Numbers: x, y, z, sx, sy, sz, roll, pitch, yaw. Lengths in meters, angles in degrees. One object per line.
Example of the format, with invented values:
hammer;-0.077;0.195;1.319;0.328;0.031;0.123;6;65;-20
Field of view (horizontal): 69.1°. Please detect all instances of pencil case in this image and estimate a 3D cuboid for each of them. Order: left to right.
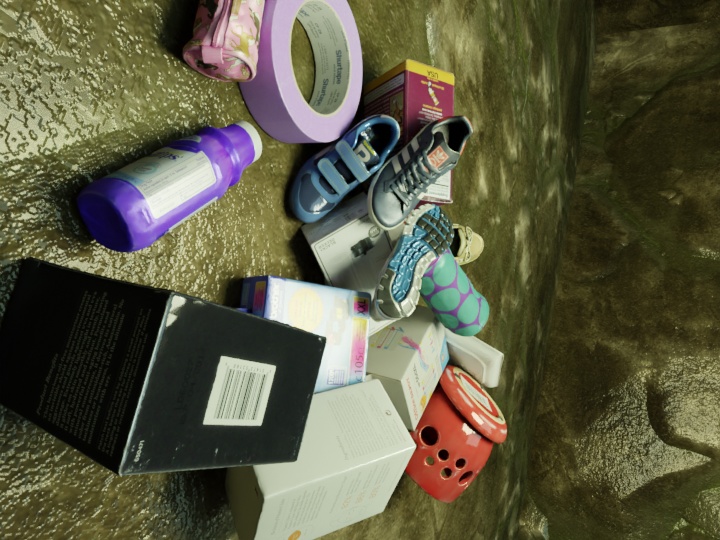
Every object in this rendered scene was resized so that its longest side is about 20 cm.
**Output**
pencil case;-0.134;-0.307;0.556;0.086;0.081;0.207;13;85;-58
pencil case;0.140;0.023;0.861;0.201;0.083;0.094;49;36;-39

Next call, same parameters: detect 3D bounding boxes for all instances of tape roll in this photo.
tape roll;-0.074;-0.272;0.682;0.198;0.064;0.207;-15;108;-57

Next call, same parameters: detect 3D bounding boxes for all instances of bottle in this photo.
bottle;-0.176;-0.094;0.523;0.200;0.082;0.067;-47;133;-43

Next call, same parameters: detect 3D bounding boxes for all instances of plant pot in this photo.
plant pot;0.168;0.304;1.007;0.183;0.201;0.199;-47;151;14

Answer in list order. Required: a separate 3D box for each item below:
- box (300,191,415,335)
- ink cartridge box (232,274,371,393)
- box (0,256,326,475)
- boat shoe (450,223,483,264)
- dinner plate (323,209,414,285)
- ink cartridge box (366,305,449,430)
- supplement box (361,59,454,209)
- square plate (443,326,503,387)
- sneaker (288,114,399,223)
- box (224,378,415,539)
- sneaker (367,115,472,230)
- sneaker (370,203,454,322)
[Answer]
box;0.000;0.000;0.798;0.115;0.060;0.203;-30;125;-7
ink cartridge box;-0.084;0.085;0.671;0.196;0.075;0.141;11;80;-37
box;-0.168;0.084;0.459;0.199;0.194;0.127;29;74;-56
boat shoe;0.158;-0.050;0.946;0.196;0.063;0.076;8;84;-33
dinner plate;0.030;-0.016;0.854;0.194;0.024;0.205;-11;121;-18
ink cartridge box;0.061;0.174;0.933;0.201;0.122;0.131;-54;138;-41
supplement box;0.074;-0.206;0.837;0.101;0.130;0.207;3;88;-32
square plate;0.187;0.160;1.042;0.029;0.197;0.199;-53;155;-18
sneaker;-0.021;-0.148;0.727;0.200;0.082;0.074;-47;109;-11
box;-0.055;0.243;0.646;0.195;0.107;0.155;-6;132;-30
sneaker;0.084;-0.142;0.716;0.075;0.084;0.202;42;70;-20
sneaker;0.064;-0.011;0.751;0.074;0.087;0.202;37;63;-5
